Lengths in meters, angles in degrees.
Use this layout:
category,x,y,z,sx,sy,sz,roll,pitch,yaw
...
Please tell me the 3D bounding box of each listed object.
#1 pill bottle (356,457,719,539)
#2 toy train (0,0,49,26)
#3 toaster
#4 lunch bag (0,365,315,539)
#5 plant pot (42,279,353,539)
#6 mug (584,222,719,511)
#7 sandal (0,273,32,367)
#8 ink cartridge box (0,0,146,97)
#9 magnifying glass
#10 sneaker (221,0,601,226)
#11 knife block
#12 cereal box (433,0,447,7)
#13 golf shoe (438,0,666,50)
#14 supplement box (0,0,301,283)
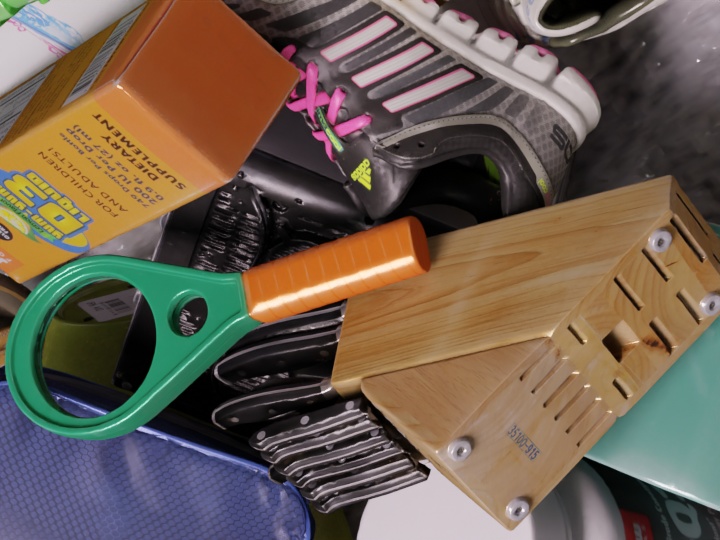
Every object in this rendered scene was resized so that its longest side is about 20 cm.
category,x,y,z,sx,sy,sz,roll,pitch,yaw
pill bottle,0.095,0.141,1.180,0.113,0.200,0.114,-10,73,35
toy train,-0.145,-0.126,1.073,0.199,0.056,0.042,-17,112,38
toaster,0.000,0.000,1.193,0.199,0.119,0.181,21,136,-1
lunch bag,-0.125,0.126,1.194,0.199,0.132,0.136,22,89,-3
plant pot,-0.098,0.108,1.331,0.186,0.187,0.201,0,109,32
mug,0.157,0.042,1.133,0.185,0.152,0.115,22,91,35
sandal,-0.201,0.036,1.358,0.080,0.054,0.200,2,154,46
ink cartridge box,-0.143,-0.172,1.177,0.145,0.145,0.200,48,133,-6
magnifying glass,-0.064,0.018,1.086,0.199,0.022,0.080,-18,69,22
sneaker,0.003,-0.070,1.070,0.199,0.088,0.074,21,155,-11
knife block,0.036,0.022,1.079,0.064,0.200,0.175,47,175,-40
cereal box,-0.007,-0.164,0.996,0.143,0.040,0.200,29,174,-7
golf shoe,0.079,-0.129,1.101,0.200,0.097,0.078,-25,106,42
supplement box,-0.110,-0.055,1.076,0.066,0.069,0.200,40,151,-17
